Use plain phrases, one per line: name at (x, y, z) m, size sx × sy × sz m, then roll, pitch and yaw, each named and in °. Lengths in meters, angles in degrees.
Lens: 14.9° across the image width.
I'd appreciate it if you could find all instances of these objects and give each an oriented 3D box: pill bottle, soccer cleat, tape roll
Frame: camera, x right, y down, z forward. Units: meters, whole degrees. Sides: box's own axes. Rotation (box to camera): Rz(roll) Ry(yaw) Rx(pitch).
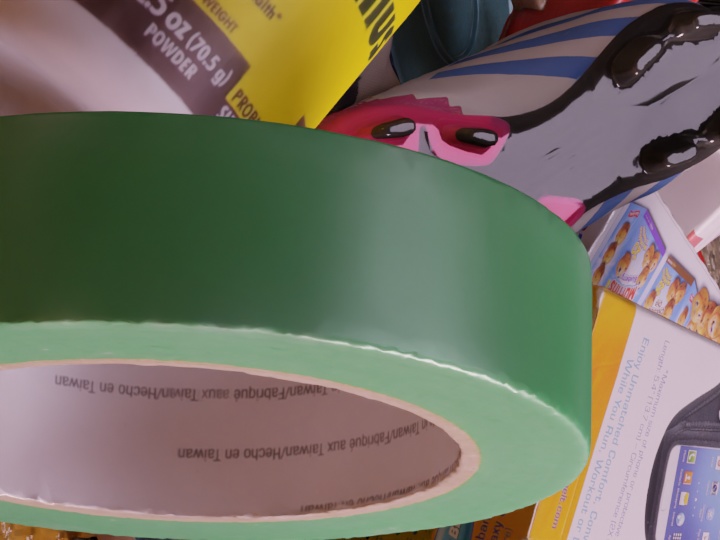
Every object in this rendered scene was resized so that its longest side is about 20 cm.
pill bottle at (-0.022, -0.112, 0.756) m, size 0.200 × 0.109 × 0.109 m, roll -51°, pitch 141°, yaw -16°
soccer cleat at (0.033, -0.030, 0.852) m, size 0.199 × 0.086 × 0.070 m, roll -23°, pitch 101°, yaw -30°
tape roll at (-0.044, 0.020, 0.652) m, size 0.200 × 0.199 × 0.049 m, roll 39°, pitch 49°, yaw -60°

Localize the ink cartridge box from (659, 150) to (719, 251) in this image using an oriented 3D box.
ink cartridge box at (0.172, -0.071, 1.253) m, size 0.068 × 0.117 × 0.200 m, roll 48°, pitch 38°, yaw 7°

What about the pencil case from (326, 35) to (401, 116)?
pencil case at (0.000, 0.000, 0.929) m, size 0.089 × 0.077 × 0.201 m, roll -48°, pitch 130°, yaw -42°

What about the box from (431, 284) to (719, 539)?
box at (0.099, 0.084, 0.854) m, size 0.199 × 0.041 × 0.120 m, roll 25°, pitch 81°, yaw -49°

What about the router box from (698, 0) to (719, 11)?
router box at (0.158, -0.211, 1.300) m, size 0.157 × 0.052 × 0.202 m, roll 61°, pitch 35°, yaw -83°

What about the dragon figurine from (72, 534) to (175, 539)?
dragon figurine at (-0.043, 0.050, 0.835) m, size 0.099 × 0.058 × 0.202 m, roll -34°, pitch 115°, yaw -65°

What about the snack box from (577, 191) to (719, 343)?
snack box at (0.108, 0.030, 1.032) m, size 0.072 × 0.024 × 0.200 m, roll -58°, pitch 148°, yaw -10°

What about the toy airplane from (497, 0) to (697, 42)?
toy airplane at (0.074, -0.113, 1.025) m, size 0.198 × 0.141 × 0.201 m, roll -14°, pitch 127°, yaw -47°

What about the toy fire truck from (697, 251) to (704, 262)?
toy fire truck at (0.149, 0.085, 1.315) m, size 0.141 × 0.048 × 0.202 m, roll 43°, pitch 46°, yaw -59°

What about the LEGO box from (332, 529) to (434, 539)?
LEGO box at (0.045, 0.118, 0.888) m, size 0.148 × 0.077 × 0.201 m, roll 23°, pitch 82°, yaw -46°

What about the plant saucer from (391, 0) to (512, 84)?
plant saucer at (0.025, -0.112, 1.086) m, size 0.200 × 0.027 × 0.202 m, roll -6°, pitch 90°, yaw -68°
